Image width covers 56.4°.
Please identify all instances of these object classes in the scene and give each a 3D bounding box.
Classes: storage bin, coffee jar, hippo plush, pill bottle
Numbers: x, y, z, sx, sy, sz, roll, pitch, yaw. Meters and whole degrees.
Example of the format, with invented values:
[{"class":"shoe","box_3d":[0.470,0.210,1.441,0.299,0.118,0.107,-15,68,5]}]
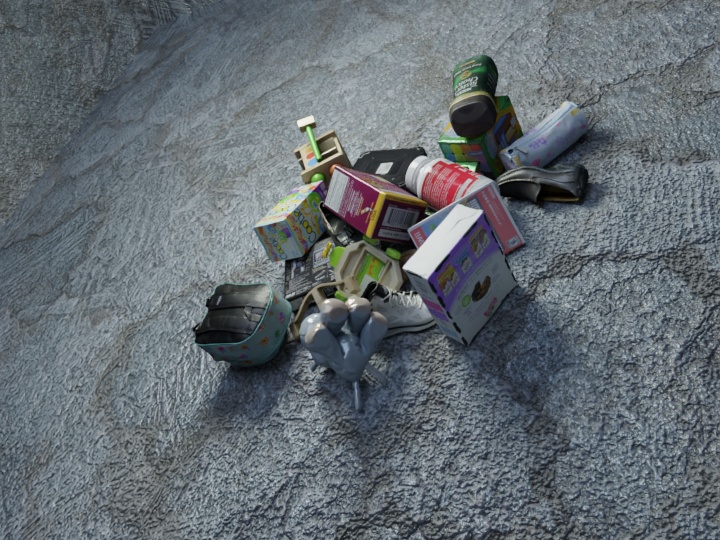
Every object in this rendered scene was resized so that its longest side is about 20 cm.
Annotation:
[{"class":"storage bin","box_3d":[0.073,-0.220,1.649,0.198,0.094,0.136,2,51,38]},{"class":"coffee jar","box_3d":[0.253,-0.387,1.497,0.103,0.086,0.202,-15,44,26]},{"class":"hippo plush","box_3d":[-0.034,0.138,1.337,0.159,0.201,0.160,-41,14,-17]},{"class":"pill bottle","box_3d":[0.197,-0.177,1.471,0.199,0.113,0.112,33,72,36]}]

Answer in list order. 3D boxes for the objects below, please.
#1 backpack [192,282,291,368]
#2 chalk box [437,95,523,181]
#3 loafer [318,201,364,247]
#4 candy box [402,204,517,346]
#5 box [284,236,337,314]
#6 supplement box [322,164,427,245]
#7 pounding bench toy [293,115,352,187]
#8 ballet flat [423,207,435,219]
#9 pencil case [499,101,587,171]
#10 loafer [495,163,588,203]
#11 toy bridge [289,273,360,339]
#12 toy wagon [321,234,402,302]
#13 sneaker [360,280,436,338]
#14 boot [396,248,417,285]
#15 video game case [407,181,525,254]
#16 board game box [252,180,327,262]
[{"class":"backpack","box_3d":[-0.247,0.120,1.486,0.199,0.153,0.177,-12,45,40]},{"class":"chalk box","box_3d":[0.269,-0.290,1.552,0.124,0.124,0.201,9,56,42]},{"class":"loafer","box_3d":[-0.046,-0.101,1.560,0.072,0.063,0.200,-39,39,-8]},{"class":"candy box","box_3d":[0.189,0.011,1.243,0.168,0.201,0.071,-48,40,-17]},{"class":"box","box_3d":[-0.085,-0.003,1.576,0.198,0.050,0.159,-23,40,14]},{"class":"supplement box","box_3d":[0.028,-0.145,1.480,0.200,0.130,0.104,38,114,47]},{"class":"pounding bench toy","box_3d":[-0.101,-0.286,1.752,0.123,0.201,0.157,-26,38,6]},{"class":"ballet flat","box_3d":[0.164,-0.082,1.455,0.074,0.074,0.200,-42,32,-9]},{"class":"pencil case","box_3d":[0.402,-0.284,1.478,0.199,0.091,0.083,-37,38,-3]},{"class":"loafer","box_3d":[0.371,-0.175,1.406,0.198,0.073,0.073,-4,52,35]},{"class":"toy bridge","box_3d":[-0.083,0.068,1.455,0.200,0.027,0.068,-40,64,24]},{"class":"toy wagon","box_3d":[0.000,0.000,1.444,0.199,0.039,0.156,35,105,31]},{"class":"sneaker","box_3d":[0.080,0.066,1.334,0.199,0.116,0.076,-20,41,18]},{"class":"boot","box_3d":[0.104,-0.003,1.445,0.198,0.073,0.076,-12,71,23]},{"class":"video game case","box_3d":[0.215,-0.070,1.370,0.199,0.144,0.017,-30,2,7]},{"class":"board game box","box_3d":[-0.155,-0.122,1.658,0.102,0.106,0.200,-9,29,35]}]
